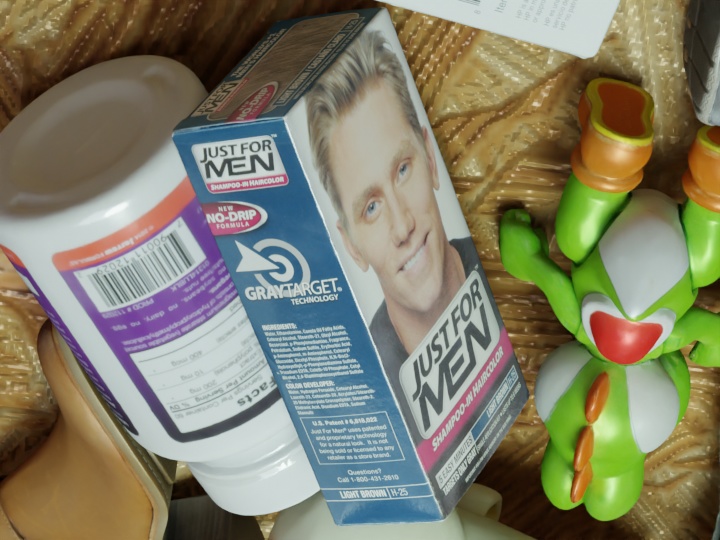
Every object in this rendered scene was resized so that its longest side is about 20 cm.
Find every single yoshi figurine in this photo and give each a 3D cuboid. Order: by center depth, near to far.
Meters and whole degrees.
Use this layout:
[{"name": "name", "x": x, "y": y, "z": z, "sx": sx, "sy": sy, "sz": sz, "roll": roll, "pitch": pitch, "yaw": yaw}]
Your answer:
[{"name": "yoshi figurine", "x": 0.122, "y": 0.012, "z": 1.284, "sx": 0.112, "sy": 0.112, "sz": 0.201, "roll": -10, "pitch": 125, "yaw": -35}]

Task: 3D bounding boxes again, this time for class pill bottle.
[{"name": "pill bottle", "x": -0.076, "y": 0.013, "z": 1.263, "sx": 0.111, "sy": 0.112, "sz": 0.200, "roll": -18, "pitch": 127, "yaw": 17}]

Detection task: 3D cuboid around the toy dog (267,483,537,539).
[{"name": "toy dog", "x": 0.043, "y": 0.167, "z": 1.337, "sx": 0.200, "sy": 0.194, "sz": 0.140, "roll": 30, "pitch": 89, "yaw": -18}]

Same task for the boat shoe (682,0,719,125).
[{"name": "boat shoe", "x": 0.183, "y": -0.140, "z": 1.154, "sx": 0.071, "sy": 0.076, "sz": 0.200, "roll": 4, "pitch": 139, "yaw": -6}]

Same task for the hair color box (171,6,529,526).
[{"name": "hair color box", "x": 0.000, "y": 0.000, "z": 1.223, "sx": 0.060, "sy": 0.100, "sz": 0.201, "roll": -6, "pitch": 119, "yaw": 33}]

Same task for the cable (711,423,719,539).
[{"name": "cable", "x": 0.176, "y": 0.123, "z": 1.376, "sx": 0.097, "sy": 0.050, "sz": 0.201, "roll": -29, "pitch": 127, "yaw": -25}]

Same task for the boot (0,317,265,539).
[{"name": "boot", "x": -0.151, "y": 0.104, "z": 1.378, "sx": 0.155, "sy": 0.077, "sz": 0.200, "roll": -14, "pitch": 135, "yaw": 19}]

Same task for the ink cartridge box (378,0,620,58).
[{"name": "ink cartridge box", "x": 0.021, "y": -0.185, "z": 1.110, "sx": 0.199, "sy": 0.084, "sz": 0.145, "roll": 14, "pitch": 130, "yaw": -10}]
